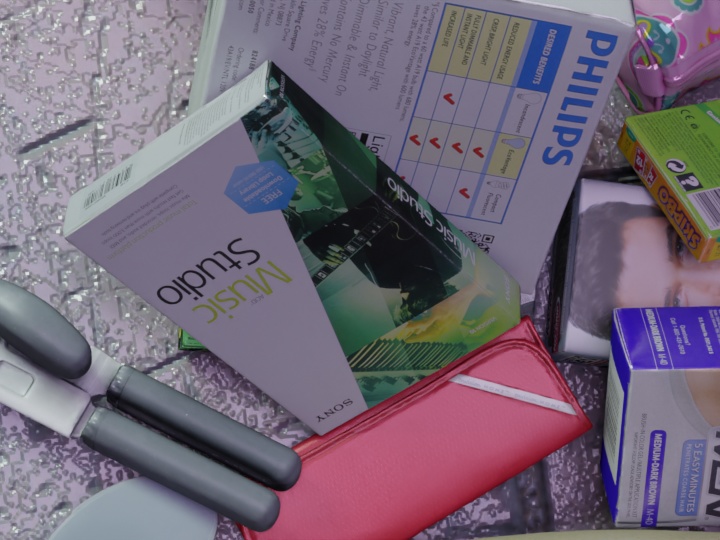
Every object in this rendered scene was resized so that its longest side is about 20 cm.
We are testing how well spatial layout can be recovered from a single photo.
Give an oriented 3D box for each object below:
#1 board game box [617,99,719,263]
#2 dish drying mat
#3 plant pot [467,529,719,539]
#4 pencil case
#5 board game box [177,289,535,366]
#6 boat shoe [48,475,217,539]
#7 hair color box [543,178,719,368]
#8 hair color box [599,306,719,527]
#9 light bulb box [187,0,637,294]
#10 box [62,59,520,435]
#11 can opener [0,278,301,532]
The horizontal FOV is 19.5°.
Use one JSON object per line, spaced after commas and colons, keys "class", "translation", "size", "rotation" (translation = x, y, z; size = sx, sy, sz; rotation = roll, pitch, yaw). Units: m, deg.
{"class": "board game box", "translation": [0.253, -0.064, 1.180], "size": [0.200, 0.030, 0.096], "rotation": [-14, 53, -22]}
{"class": "dish drying mat", "translation": [0.025, 0.106, 1.159], "size": [0.200, 0.018, 0.077], "rotation": [-30, 90, -3]}
{"class": "plant pot", "translation": [0.092, 0.215, 1.105], "size": [0.200, 0.187, 0.188], "rotation": [9, 82, 7]}
{"class": "pencil case", "translation": [0.233, -0.162, 1.199], "size": [0.200, 0.087, 0.088], "rotation": [-25, 88, -9]}
{"class": "board game box", "translation": [0.000, 0.000, 1.178], "size": [0.200, 0.023, 0.105], "rotation": [5, 86, -9]}
{"class": "boat shoe", "translation": [-0.153, 0.190, 1.111], "size": [0.074, 0.068, 0.199], "rotation": [35, 55, 7]}
{"class": "hair color box", "translation": [0.210, 0.012, 1.189], "size": [0.200, 0.061, 0.099], "rotation": [7, 83, -7]}
{"class": "hair color box", "translation": [0.236, 0.079, 1.134], "size": [0.200, 0.065, 0.109], "rotation": [-2, 123, -3]}
{"class": "light bulb box", "translation": [0.018, -0.108, 1.091], "size": [0.200, 0.198, 0.125], "rotation": [9, 45, -8]}
{"class": "box", "translation": [-0.033, -0.005, 1.082], "size": [0.200, 0.144, 0.036], "rotation": [39, 34, -31]}
{"class": "can opener", "translation": [-0.127, 0.076, 1.125], "size": [0.200, 0.066, 0.053], "rotation": [29, 68, 1]}
